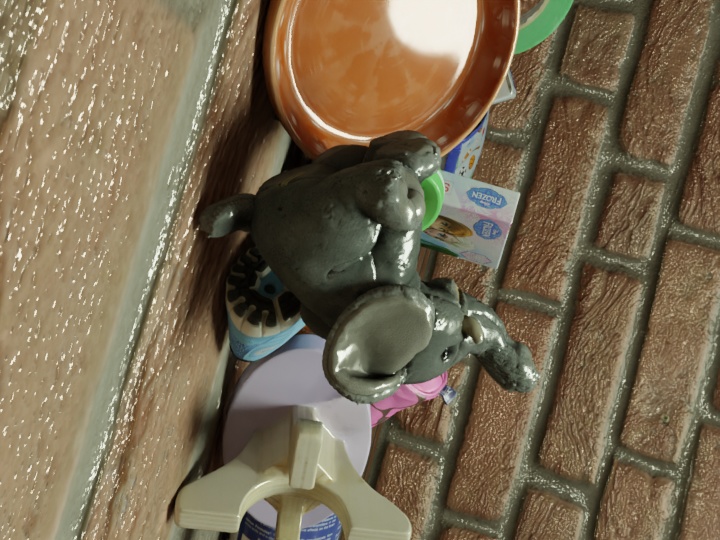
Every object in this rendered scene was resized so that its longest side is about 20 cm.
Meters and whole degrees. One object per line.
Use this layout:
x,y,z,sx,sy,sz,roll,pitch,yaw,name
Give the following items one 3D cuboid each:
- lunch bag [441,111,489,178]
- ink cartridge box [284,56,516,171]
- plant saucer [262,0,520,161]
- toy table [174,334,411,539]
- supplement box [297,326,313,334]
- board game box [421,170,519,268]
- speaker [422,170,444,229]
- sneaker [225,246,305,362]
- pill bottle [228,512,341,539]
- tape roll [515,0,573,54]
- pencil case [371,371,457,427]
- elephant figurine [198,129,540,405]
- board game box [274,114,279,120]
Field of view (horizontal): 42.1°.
0.159,-0.227,1.660,0.172,0.121,0.203,99,3,-47,lunch bag
0.039,-0.140,0.826,0.196,0.196,0.044,-48,121,-76,ink cartridge box
0.022,-0.162,0.654,0.032,0.196,0.204,47,-47,48,plant saucer
-0.051,0.168,0.754,0.118,0.179,0.204,-92,180,-58,toy table
-0.034,0.074,1.041,0.201,0.065,0.070,88,22,-64,supplement box
0.091,-0.073,1.166,0.200,0.195,0.042,75,33,-74,board game box
0.043,-0.123,0.993,0.202,0.086,0.090,-91,-170,-56,speaker
-0.053,-0.006,0.753,0.201,0.078,0.091,-50,170,-42,sneaker
-0.061,0.196,0.912,0.111,0.109,0.204,-51,156,-71,pill bottle
0.158,-0.355,1.089,0.048,0.196,0.204,-61,165,-57,tape roll
0.003,0.130,0.979,0.198,0.092,0.093,-32,177,37,pencil case
0.016,0.022,0.625,0.141,0.152,0.204,-43,123,-54,elephant figurine
-0.017,-0.199,0.757,0.200,0.028,0.137,-55,160,-69,board game box
